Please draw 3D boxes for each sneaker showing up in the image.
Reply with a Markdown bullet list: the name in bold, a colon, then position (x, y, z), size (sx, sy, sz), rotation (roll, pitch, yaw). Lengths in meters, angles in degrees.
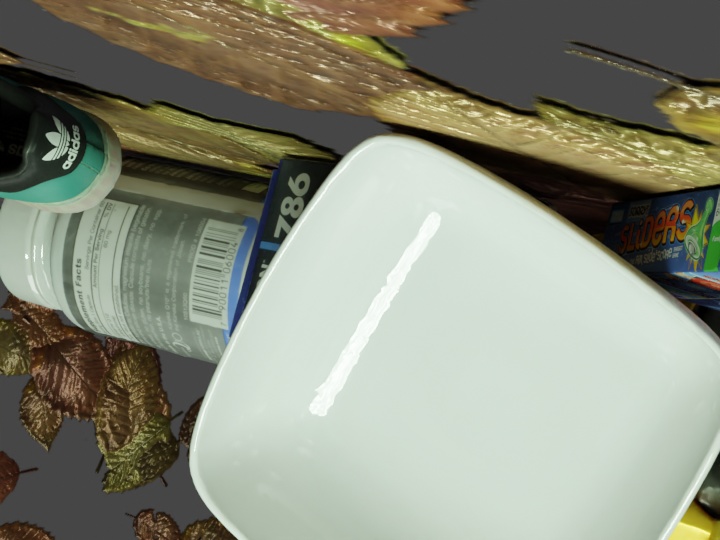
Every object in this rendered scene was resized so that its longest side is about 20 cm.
- **sneaker**: position (-0.220, -0.075, 0.847), size (0.198, 0.072, 0.080), rotation (8, 170, 17)

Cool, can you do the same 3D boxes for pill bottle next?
- **pill bottle**: position (-0.120, -0.008, 1.064), size (0.198, 0.115, 0.114), rotation (13, 176, 25)

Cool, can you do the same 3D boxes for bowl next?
- **bowl**: position (0.044, 0.060, 0.734), size (0.199, 0.201, 0.075), rotation (34, -163, 11)

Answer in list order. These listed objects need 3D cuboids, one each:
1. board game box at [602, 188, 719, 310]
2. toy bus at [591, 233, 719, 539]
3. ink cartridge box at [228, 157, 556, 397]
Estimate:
- **board game box**: position (0.213, 0.011, 0.712), size (0.198, 0.035, 0.135), rotation (16, 176, -12)
- **toy bus**: position (0.119, 0.079, 0.842), size (0.190, 0.201, 0.136), rotation (20, 134, 3)
- **ink cartridge box**: position (0.000, 0.000, 0.855), size (0.199, 0.101, 0.039), rotation (9, 173, 44)
